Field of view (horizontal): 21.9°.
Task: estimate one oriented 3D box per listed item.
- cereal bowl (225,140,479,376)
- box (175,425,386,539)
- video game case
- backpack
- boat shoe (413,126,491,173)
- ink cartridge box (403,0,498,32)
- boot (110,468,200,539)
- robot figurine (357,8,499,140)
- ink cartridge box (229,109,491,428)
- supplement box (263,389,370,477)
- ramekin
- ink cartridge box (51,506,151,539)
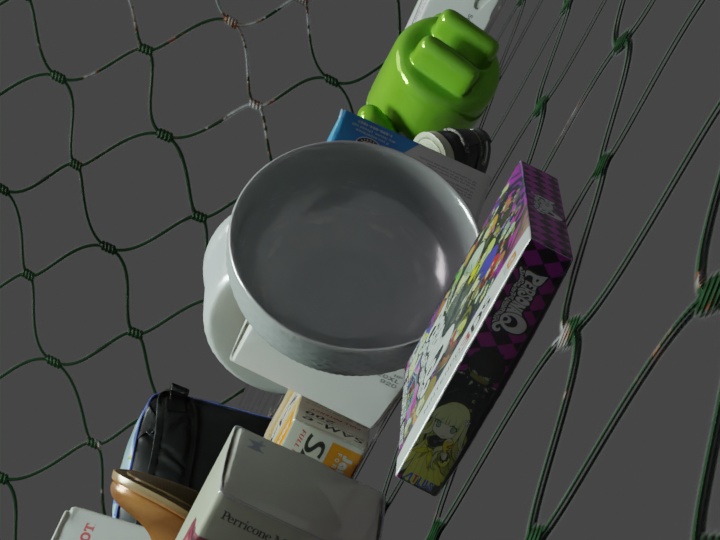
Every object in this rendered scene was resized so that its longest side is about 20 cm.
[{"bbox_3d":[-0.009,0.000,1.444,0.083,0.200,0.200,108,-177,-54],"label":"cereal bowl"},{"bbox_3d":[-0.082,0.239,1.364,0.109,0.128,0.200,-80,16,-68],"label":"box"},{"bbox_3d":[0.081,0.033,1.240,0.181,0.036,0.200,-61,5,17],"label":"video game case"},{"bbox_3d":[-0.157,0.244,1.838,0.147,0.183,0.200,112,174,-54],"label":"backpack"},{"bbox_3d":[0.068,-0.052,1.738,0.068,0.072,0.200,-19,-34,-36],"label":"boat shoe"},{"bbox_3d":[0.118,-0.336,2.415,0.200,0.084,0.146,132,163,-74],"label":"ink cartridge box"},{"bbox_3d":[-0.146,0.263,1.473,0.155,0.200,0.074,-56,-2,5],"label":"boot"},{"bbox_3d":[0.074,-0.186,1.945,0.176,0.116,0.200,-56,0,-30],"label":"robot figurine"},{"bbox_3d":[0.000,0.000,1.596,0.145,0.147,0.200,120,174,-53],"label":"ink cartridge box"},{"bbox_3d":[-0.044,0.156,1.699,0.200,0.073,0.126,-78,15,-69],"label":"supplement box"},{"bbox_3d":[-0.065,0.032,1.876,0.098,0.200,0.201,-84,19,-54],"label":"ramekin"},{"bbox_3d":[-0.181,0.303,1.589,0.145,0.200,0.083,-70,-5,-47],"label":"ink cartridge box"}]
